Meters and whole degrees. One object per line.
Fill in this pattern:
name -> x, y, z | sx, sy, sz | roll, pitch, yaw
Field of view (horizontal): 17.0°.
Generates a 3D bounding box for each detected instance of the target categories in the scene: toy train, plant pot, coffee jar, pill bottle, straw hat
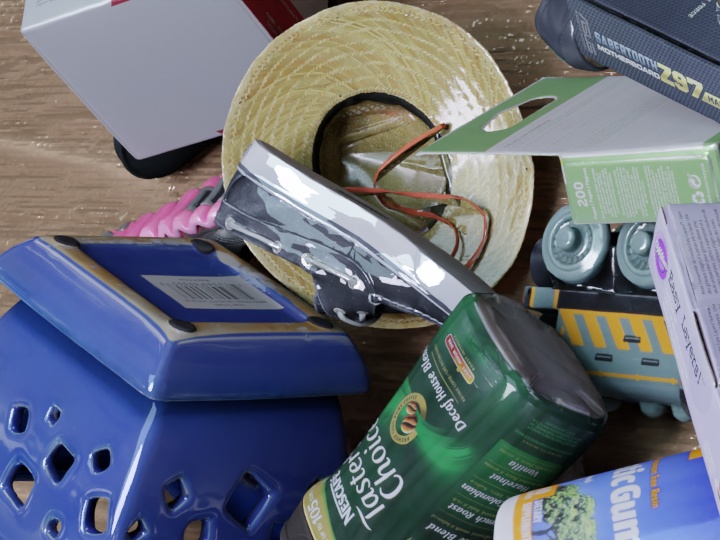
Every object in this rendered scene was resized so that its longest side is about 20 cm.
toy train -> 0.173, 0.026, 1.333 | 0.199, 0.085, 0.115 | 4, 81, 40
plant pot -> -0.120, 0.088, 1.423 | 0.200, 0.199, 0.181 | 32, 112, 42
coffee jar -> 0.041, 0.116, 1.328 | 0.200, 0.085, 0.105 | -52, 40, 20
pill bottle -> 0.178, 0.148, 1.232 | 0.198, 0.112, 0.113 | -16, 59, 15
straw hat -> 0.014, -0.061, 1.487 | 0.199, 0.085, 0.203 | 0, 88, 6

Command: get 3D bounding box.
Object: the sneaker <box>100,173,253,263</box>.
sneaker -> -0.102, -0.001, 1.563 | 0.199, 0.096, 0.079 | -24, 15, 38

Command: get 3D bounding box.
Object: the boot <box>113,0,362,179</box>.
boot -> -0.063, -0.107, 1.592 | 0.198, 0.073, 0.163 | -48, 47, 5

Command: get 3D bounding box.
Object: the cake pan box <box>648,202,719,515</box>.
cake pan box -> 0.250, 0.045, 1.190 | 0.053, 0.182, 0.201 | 102, 162, -48

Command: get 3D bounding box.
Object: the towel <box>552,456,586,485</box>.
towel -> 0.083, 0.201, 1.351 | 0.132, 0.034, 0.201 | -25, 55, 27

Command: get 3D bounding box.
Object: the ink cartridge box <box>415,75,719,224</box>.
ink cartridge box -> 0.152, -0.072, 1.354 | 0.199, 0.145, 0.048 | -2, 110, 39

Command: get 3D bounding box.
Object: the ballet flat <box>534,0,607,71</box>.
ballet flat -> 0.166, -0.213, 1.453 | 0.073, 0.073, 0.201 | 23, 79, 43

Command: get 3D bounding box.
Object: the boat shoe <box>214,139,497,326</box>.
boat shoe -> 0.000, 0.000, 1.401 | 0.199, 0.072, 0.068 | 32, 97, 17

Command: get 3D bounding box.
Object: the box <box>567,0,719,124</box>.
box -> 0.233, -0.162, 1.287 | 0.200, 0.051, 0.157 | -41, 48, -19

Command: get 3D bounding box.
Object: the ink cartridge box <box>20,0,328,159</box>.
ink cartridge box -> -0.111, -0.205, 1.543 | 0.144, 0.145, 0.201 | -15, 52, 24
